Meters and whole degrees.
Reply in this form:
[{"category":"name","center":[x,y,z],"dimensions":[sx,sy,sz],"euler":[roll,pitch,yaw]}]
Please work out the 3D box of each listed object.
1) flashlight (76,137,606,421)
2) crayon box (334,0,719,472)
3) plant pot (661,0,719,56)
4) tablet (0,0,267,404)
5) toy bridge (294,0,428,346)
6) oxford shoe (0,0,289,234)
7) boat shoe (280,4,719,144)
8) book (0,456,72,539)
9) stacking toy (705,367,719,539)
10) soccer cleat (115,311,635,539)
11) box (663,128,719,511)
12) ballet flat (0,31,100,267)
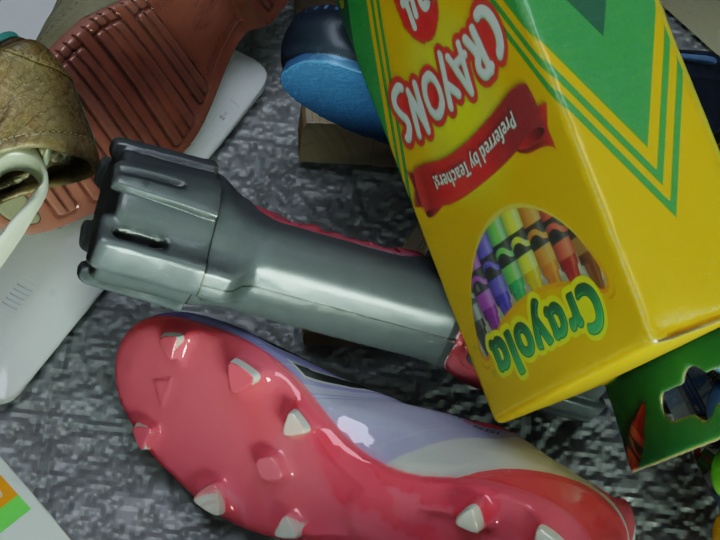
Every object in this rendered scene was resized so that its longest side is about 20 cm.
[{"category":"flashlight","center":[0.000,0.000,0.759],"dimensions":[0.200,0.068,0.068],"euler":[16,70,-14]},{"category":"crayon box","center":[0.064,-0.031,0.685],"dimensions":[0.051,0.127,0.200],"euler":[-17,81,-23]},{"category":"plant pot","center":[0.189,-0.247,0.930],"dimensions":[0.200,0.177,0.200],"euler":[-30,62,-25]},{"category":"tablet","center":[-0.140,-0.043,0.846],"dimensions":[0.130,0.014,0.200],"euler":[26,54,14]},{"category":"toy bridge","center":[0.008,-0.056,0.861],"dimensions":[0.067,0.027,0.200],"euler":[3,52,-6]},{"category":"oxford shoe","center":[-0.097,-0.091,0.850],"dimensions":[0.074,0.071,0.200],"euler":[12,50,43]},{"category":"boat shoe","center":[0.057,-0.078,0.825],"dimensions":[0.200,0.084,0.069],"euler":[13,78,-33]},{"category":"book","center":[-0.204,0.078,0.726],"dimensions":[0.134,0.048,0.200],"euler":[-36,63,-20]},{"category":"stacking toy","center":[0.148,0.074,0.701],"dimensions":[0.085,0.085,0.200],"euler":[3,94,-3]},{"category":"soccer cleat","center":[0.004,0.069,0.753],"dimensions":[0.200,0.067,0.076],"euler":[23,18,21]},{"category":"box","center":[0.192,-0.014,0.766],"dimensions":[0.200,0.040,0.137],"euler":[-35,55,18]},{"category":"ballet flat","center":[-0.173,-0.005,0.729],"dimensions":[0.200,0.068,0.072],"euler":[-36,79,-23]}]
